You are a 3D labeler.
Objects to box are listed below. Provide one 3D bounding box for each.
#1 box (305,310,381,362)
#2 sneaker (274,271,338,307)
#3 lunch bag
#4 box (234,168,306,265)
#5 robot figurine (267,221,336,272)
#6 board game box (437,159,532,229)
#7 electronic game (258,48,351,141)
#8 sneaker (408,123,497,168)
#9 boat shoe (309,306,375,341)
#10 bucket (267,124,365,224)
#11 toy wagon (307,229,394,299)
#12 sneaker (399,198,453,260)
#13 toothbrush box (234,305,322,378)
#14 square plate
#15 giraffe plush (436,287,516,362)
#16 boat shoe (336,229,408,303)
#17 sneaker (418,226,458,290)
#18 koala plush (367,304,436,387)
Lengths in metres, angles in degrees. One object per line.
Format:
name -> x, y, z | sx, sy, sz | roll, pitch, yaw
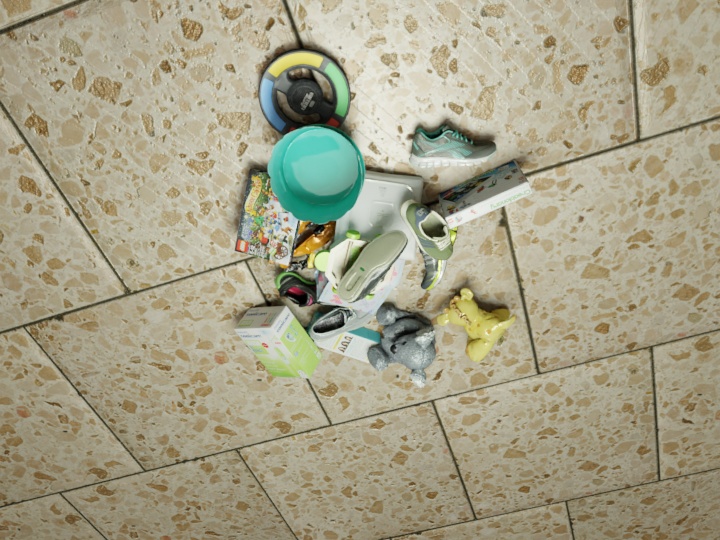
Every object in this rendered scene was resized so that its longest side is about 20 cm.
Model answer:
box -> -0.049, 0.187, 1.632 | 0.200, 0.049, 0.082 | 21, 120, -15
sneaker -> -0.132, 0.068, 1.519 | 0.200, 0.084, 0.077 | 16, 131, -26
lunch bag -> 0.000, 0.000, 1.444 | 0.169, 0.127, 0.200 | 17, 128, -25
box -> -0.210, -0.125, 1.373 | 0.136, 0.038, 0.200 | 15, 105, 4
robot figurine -> -0.153, -0.082, 1.444 | 0.200, 0.058, 0.145 | -35, 118, 19
board game box -> 0.283, -0.178, 1.353 | 0.200, 0.126, 0.035 | -23, 121, 14
electronic game -> -0.120, -0.374, 1.259 | 0.200, 0.042, 0.200 | -1, 123, -2
sneaker -> 0.208, -0.284, 1.313 | 0.200, 0.078, 0.091 | -5, 120, 0
boat shoe -> -0.041, 0.127, 1.541 | 0.201, 0.070, 0.072 | -26, 166, -11
bucket -> -0.089, -0.212, 1.248 | 0.207, 0.135, 0.207 | 0, 108, 1
toy wagon -> -0.023, -0.017, 1.330 | 0.200, 0.040, 0.155 | 9, 113, -13
sneaker -> 0.171, -0.080, 1.341 | 0.067, 0.090, 0.200 | -49, 127, -7
toothbrush box -> -0.219, 0.195, 1.579 | 0.146, 0.086, 0.200 | -5, 128, 37
square plate -> 0.045, -0.131, 1.356 | 0.200, 0.028, 0.198 | 6, 92, -13
giraffe plush -> 0.296, 0.132, 1.553 | 0.162, 0.200, 0.173 | 37, 85, 3
boat shoe -> 0.031, -0.008, 1.296 | 0.200, 0.072, 0.068 | -48, 150, 6
sneaker -> 0.180, -0.043, 1.481 | 0.081, 0.074, 0.200 | 14, 115, -3
koala plush -> 0.138, 0.200, 1.533 | 0.184, 0.200, 0.178 | 9, 97, -16
